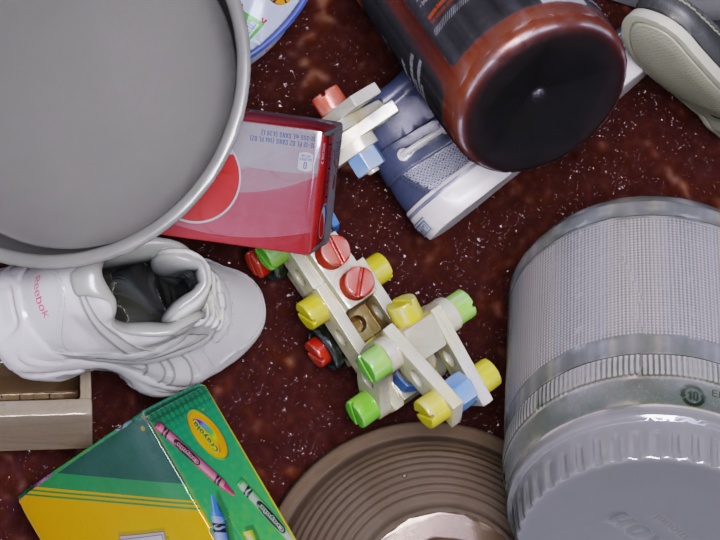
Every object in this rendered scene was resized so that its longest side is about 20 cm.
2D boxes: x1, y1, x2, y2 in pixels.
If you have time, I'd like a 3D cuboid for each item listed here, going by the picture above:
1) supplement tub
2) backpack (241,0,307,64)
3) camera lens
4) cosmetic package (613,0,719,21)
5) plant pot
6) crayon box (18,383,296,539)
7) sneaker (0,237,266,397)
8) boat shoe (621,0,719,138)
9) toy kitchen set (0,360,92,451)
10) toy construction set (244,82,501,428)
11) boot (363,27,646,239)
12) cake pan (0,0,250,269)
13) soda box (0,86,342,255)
[{"bbox_3d":[0.058,-0.153,1.351,0.107,0.107,0.200,-25,50,-8],"label":"supplement tub"},{"bbox_3d":[-0.115,-0.192,1.367,0.200,0.154,0.191,-38,98,-9],"label":"backpack"},{"bbox_3d":[0.158,0.072,1.332,0.159,0.160,0.200,10,45,-5],"label":"camera lens"},{"bbox_3d":[0.204,-0.204,1.432,0.199,0.081,0.113,15,82,-6],"label":"cosmetic package"},{"bbox_3d":[0.040,0.185,1.376,0.200,0.093,0.202,0,86,-6],"label":"plant pot"},{"bbox_3d":[-0.088,0.177,1.344,0.058,0.119,0.200,-27,85,-52],"label":"crayon box"},{"bbox_3d":[-0.105,0.021,1.329,0.099,0.200,0.078,-21,79,34],"label":"sneaker"},{"bbox_3d":[0.209,-0.119,1.385,0.072,0.200,0.068,25,88,38],"label":"boat shoe"},{"bbox_3d":[-0.237,-0.021,1.323,0.180,0.200,0.164,-1,56,-7],"label":"toy kitchen set"},{"bbox_3d":[0.000,0.000,1.366,0.092,0.131,0.201,-18,84,-19],"label":"toy construction set"},{"bbox_3d":[0.090,-0.112,1.417,0.200,0.073,0.090,-37,86,-12],"label":"boot"},{"bbox_3d":[-0.150,-0.097,1.252,0.199,0.037,0.201,-2,81,10],"label":"cake pan"},{"bbox_3d":[-0.114,-0.057,1.307,0.199,0.063,0.070,7,99,8],"label":"soda box"}]
